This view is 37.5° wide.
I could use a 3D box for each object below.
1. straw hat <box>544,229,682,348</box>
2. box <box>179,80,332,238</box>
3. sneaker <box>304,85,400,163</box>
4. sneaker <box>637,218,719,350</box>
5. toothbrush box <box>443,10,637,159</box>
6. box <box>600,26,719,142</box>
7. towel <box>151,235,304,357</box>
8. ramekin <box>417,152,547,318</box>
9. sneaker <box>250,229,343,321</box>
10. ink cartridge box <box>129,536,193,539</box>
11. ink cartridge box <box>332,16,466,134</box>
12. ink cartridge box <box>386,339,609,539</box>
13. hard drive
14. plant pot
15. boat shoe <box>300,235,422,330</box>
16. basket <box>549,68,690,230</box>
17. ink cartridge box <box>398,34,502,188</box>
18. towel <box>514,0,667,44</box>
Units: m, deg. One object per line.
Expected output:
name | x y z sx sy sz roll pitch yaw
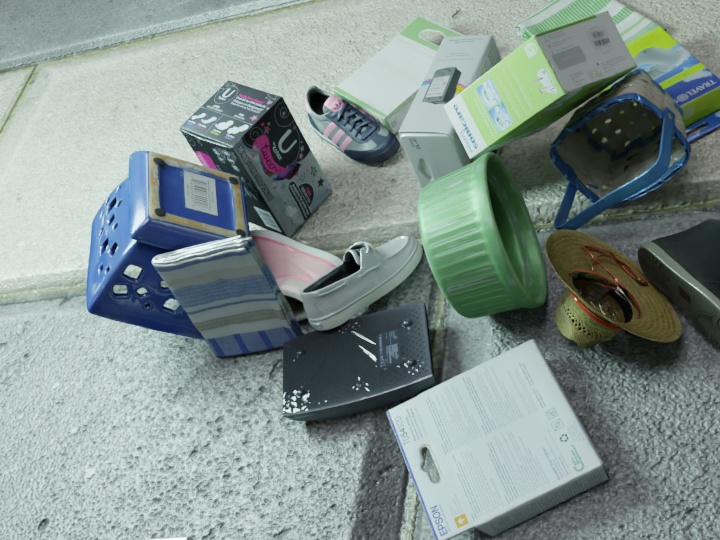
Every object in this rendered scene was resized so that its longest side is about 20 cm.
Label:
straw hat | 0.274 0.045 1.245 0.085 0.201 0.201 -57 35 28
box | -0.150 -0.166 1.583 0.132 0.200 0.115 23 65 40
sneaker | -0.022 -0.230 1.661 0.070 0.082 0.200 -45 46 -16
sneaker | 0.419 0.012 1.216 0.106 0.075 0.200 -27 48 -9
toothbrush box | 0.227 -0.235 1.362 0.146 0.086 0.200 -24 -6 -34
box | 0.418 -0.253 1.480 0.122 0.048 0.200 -28 43 2
towel | -0.172 0.040 1.405 0.147 0.200 0.024 -11 41 18
ramekin | 0.150 -0.037 1.317 0.098 0.200 0.200 -19 44 21
sneaker | -0.121 0.010 1.496 0.200 0.075 0.105 17 55 33
ink cartridge box | -0.252 0.370 1.185 0.200 0.145 0.084 -8 47 20
ink cartridge box | 0.073 -0.317 1.717 0.200 0.048 0.146 -41 45 -12
ink cartridge box | 0.151 0.197 1.209 0.200 0.043 0.196 -27 45 5
hard drive | -0.002 0.122 1.356 0.200 0.042 0.135 -17 45 13
plant pot | -0.259 -0.043 1.483 0.180 0.200 0.200 -56 31 36
boat shoe | 0.000 0.000 1.426 0.200 0.069 0.072 -34 27 -21
basket | 0.328 -0.147 1.337 0.176 0.139 0.200 -33 20 45
ink cartridge box | 0.144 -0.216 1.515 0.086 0.148 0.200 3 54 30
towel | 0.350 -0.373 1.643 0.153 0.023 0.200 -33 43 -5
